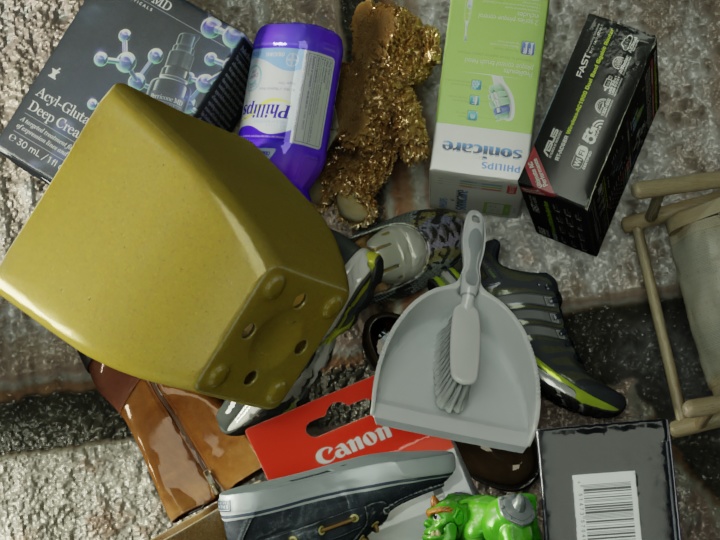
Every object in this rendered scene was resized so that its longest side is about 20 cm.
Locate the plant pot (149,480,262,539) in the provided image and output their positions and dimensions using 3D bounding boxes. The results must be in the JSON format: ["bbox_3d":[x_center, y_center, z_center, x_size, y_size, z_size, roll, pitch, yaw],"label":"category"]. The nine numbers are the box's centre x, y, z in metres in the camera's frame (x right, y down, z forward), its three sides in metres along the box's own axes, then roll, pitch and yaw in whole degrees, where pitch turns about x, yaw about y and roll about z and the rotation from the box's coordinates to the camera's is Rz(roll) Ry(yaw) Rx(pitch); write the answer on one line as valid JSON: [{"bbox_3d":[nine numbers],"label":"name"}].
[{"bbox_3d":[-0.118,0.307,1.536,0.186,0.186,0.201,-28,87,3],"label":"plant pot"}]

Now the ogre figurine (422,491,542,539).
[{"bbox_3d":[0.096,0.234,1.455,0.098,0.200,0.121,2,83,1],"label":"ogre figurine"}]

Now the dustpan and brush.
[{"bbox_3d":[0.085,0.041,1.528,0.139,0.057,0.201,12,51,-8],"label":"dustpan and brush"}]

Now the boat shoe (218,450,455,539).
[{"bbox_3d":[-0.013,0.202,1.483,0.199,0.071,0.091,-11,92,-18],"label":"boat shoe"}]

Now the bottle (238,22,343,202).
[{"bbox_3d":[-0.068,-0.113,1.614,0.083,0.065,0.201,5,84,45],"label":"bottle"}]

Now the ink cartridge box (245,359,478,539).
[{"bbox_3d":[0.014,0.198,1.547,0.162,0.057,0.201,-23,110,4],"label":"ink cartridge box"}]

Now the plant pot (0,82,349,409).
[{"bbox_3d":[-0.127,0.004,1.468,0.200,0.195,0.195,38,100,32],"label":"plant pot"}]

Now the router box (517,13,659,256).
[{"bbox_3d":[0.193,-0.108,1.539,0.062,0.200,0.150,22,83,13],"label":"router box"}]

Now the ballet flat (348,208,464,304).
[{"bbox_3d":[0.000,0.000,1.618,0.200,0.072,0.072,-20,77,5],"label":"ballet flat"}]

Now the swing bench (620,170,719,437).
[{"bbox_3d":[0.337,0.016,1.535,0.199,0.130,0.200,-11,77,1],"label":"swing bench"}]

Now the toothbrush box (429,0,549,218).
[{"bbox_3d":[0.110,-0.160,1.588,0.086,0.146,0.201,8,80,3],"label":"toothbrush box"}]

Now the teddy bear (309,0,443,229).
[{"bbox_3d":[0.009,-0.134,1.636,0.145,0.067,0.201,3,81,45],"label":"teddy bear"}]

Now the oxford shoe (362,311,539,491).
[{"bbox_3d":[0.072,0.113,1.579,0.200,0.084,0.073,41,86,12],"label":"oxford shoe"}]

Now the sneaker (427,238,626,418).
[{"bbox_3d":[0.153,0.049,1.585,0.200,0.074,0.081,41,85,12],"label":"sneaker"}]

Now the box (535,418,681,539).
[{"bbox_3d":[0.199,0.203,1.481,0.104,0.200,0.149,-5,80,7],"label":"box"}]

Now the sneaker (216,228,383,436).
[{"bbox_3d":[-0.064,0.050,1.568,0.085,0.074,0.200,39,92,17],"label":"sneaker"}]

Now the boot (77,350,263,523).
[{"bbox_3d":[-0.136,0.089,1.614,0.188,0.068,0.200,-35,71,2],"label":"boot"}]

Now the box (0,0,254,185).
[{"bbox_3d":[-0.201,-0.146,1.659,0.148,0.107,0.200,30,84,14],"label":"box"}]
